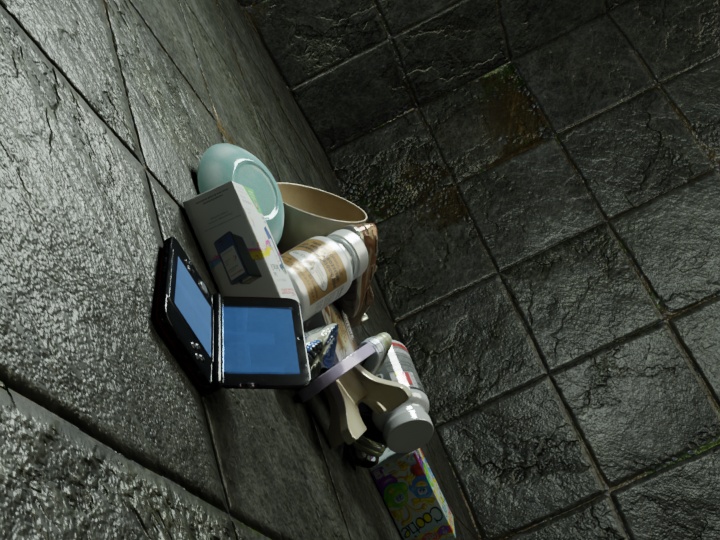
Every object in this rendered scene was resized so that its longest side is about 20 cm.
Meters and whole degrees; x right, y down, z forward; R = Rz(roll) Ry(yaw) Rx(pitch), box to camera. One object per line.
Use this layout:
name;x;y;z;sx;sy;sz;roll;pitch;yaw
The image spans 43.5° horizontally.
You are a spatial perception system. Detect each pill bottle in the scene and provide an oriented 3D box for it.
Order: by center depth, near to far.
pill bottle;-0.078;0.007;1.540;0.199;0.114;0.115;-33;100;-44
pill bottle;0.066;0.240;1.734;0.116;0.115;0.201;60;5;-44

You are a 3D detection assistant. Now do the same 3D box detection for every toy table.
toy table;-0.014;0.212;1.536;0.118;0.183;0.199;55;37;4

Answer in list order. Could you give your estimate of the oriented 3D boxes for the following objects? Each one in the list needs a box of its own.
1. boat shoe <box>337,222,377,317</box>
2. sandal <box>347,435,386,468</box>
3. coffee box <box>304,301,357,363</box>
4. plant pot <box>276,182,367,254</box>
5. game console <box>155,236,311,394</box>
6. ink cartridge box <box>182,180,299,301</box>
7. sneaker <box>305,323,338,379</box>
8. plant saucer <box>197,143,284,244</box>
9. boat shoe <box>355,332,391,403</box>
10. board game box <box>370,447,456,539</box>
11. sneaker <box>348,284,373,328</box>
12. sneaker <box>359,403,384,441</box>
boat shoe;0.000;0.000;1.673;0.076;0.071;0.202;41;-42;35
sandal;0.005;0.337;1.680;0.201;0.079;0.058;75;32;-81
coffee box;-0.072;0.118;1.685;0.200;0.079;0.116;-8;79;-80
plant pot;-0.100;-0.069;1.725;0.201;0.198;0.136;-101;-153;-70
game console;-0.154;0.047;1.096;0.201;0.118;0.174;-107;170;-60
ink cartridge box;-0.176;-0.022;1.368;0.145;0.087;0.202;13;55;-84
sneaker;-0.091;0.123;1.486;0.200;0.084;0.078;-11;111;-76
plant saucer;-0.187;-0.128;1.523;0.200;0.038;0.203;31;47;-41
boat shoe;0.004;0.193;1.690;0.072;0.201;0.062;48;42;16
board game box;0.109;0.466;1.871;0.202;0.104;0.103;64;6;-7
sneaker;-0.009;0.035;1.801;0.071;0.075;0.201;59;-30;36
sneaker;0.052;0.320;1.791;0.198;0.076;0.088;21;22;-19
